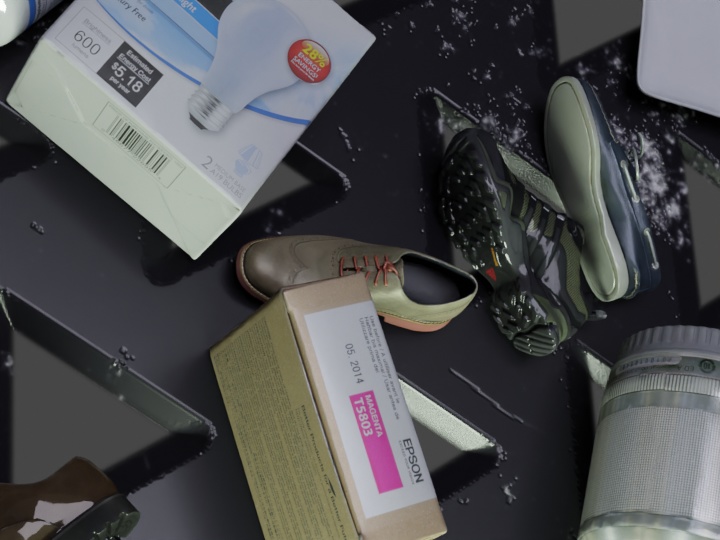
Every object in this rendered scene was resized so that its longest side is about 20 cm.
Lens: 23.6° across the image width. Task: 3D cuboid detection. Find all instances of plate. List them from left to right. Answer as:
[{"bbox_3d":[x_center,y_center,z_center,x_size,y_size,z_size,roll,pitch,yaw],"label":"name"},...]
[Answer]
[{"bbox_3d":[0.345,-0.228,1.655,0.198,0.032,0.202,15,66,-22],"label":"plate"}]

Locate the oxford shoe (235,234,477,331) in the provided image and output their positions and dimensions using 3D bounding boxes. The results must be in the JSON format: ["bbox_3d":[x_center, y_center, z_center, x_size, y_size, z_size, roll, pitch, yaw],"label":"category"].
[{"bbox_3d":[0.000,0.000,1.381,0.198,0.075,0.071,6,71,-24],"label":"oxford shoe"}]

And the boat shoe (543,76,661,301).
[{"bbox_3d":[0.216,-0.075,1.514,0.061,0.075,0.202,-11,80,-27],"label":"boat shoe"}]

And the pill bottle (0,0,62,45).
[{"bbox_3d":[-0.272,-0.240,1.309,0.112,0.112,0.200,48,60,-4],"label":"pill bottle"}]

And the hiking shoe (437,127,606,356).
[{"bbox_3d":[0.138,-0.032,1.471,0.100,0.076,0.201,-25,94,-39],"label":"hiking shoe"}]

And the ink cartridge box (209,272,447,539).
[{"bbox_3d":[-0.029,0.122,1.274,0.075,0.165,0.201,-12,79,-28],"label":"ink cartridge box"}]

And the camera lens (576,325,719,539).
[{"bbox_3d":[0.267,0.166,1.407,0.159,0.160,0.201,22,64,-18],"label":"camera lens"}]

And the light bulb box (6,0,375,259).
[{"bbox_3d":[-0.130,-0.157,1.343,0.198,0.125,0.200,40,61,-9],"label":"light bulb box"}]

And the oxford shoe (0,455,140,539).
[{"bbox_3d":[-0.257,0.197,1.200,0.199,0.073,0.085,-31,72,-33],"label":"oxford shoe"}]
